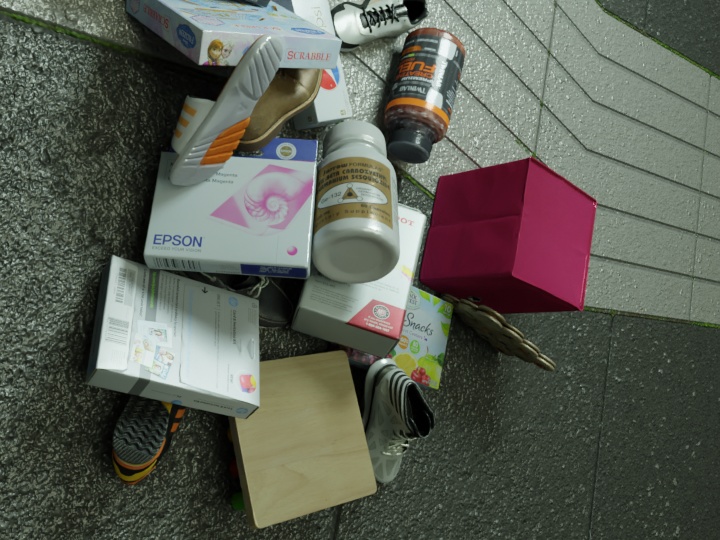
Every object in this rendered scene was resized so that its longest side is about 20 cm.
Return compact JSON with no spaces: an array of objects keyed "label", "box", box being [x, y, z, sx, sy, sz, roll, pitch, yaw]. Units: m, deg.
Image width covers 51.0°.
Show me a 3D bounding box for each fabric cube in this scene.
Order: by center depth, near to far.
[{"label":"fabric cube","box":[0.247,-0.047,1.257,0.195,0.198,0.203,24,72,-37]}]

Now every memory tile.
[{"label":"memory tile","box":[0.229,0.105,1.263,0.199,0.153,0.017,39,79,-31]}]

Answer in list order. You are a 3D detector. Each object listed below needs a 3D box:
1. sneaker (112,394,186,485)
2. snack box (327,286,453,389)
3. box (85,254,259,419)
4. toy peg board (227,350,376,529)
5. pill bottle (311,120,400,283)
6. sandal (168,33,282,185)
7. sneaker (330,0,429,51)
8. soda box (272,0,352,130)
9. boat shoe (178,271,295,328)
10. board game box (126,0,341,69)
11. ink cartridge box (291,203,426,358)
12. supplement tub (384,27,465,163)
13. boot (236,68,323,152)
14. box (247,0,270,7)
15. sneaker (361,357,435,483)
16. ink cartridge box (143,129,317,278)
[{"label":"sneaker","box":[-0.246,0.165,0.920,0.069,0.091,0.201,24,43,-4]},{"label":"snack box","box":[0.051,0.092,1.176,0.198,0.053,0.144,23,71,-36]},{"label":"box","box":[-0.216,0.081,0.903,0.198,0.041,0.158,18,47,-30]},{"label":"toy peg board","box":[-0.101,0.228,1.029,0.198,0.097,0.202,-3,73,-40]},{"label":"pill bottle","box":[-0.007,-0.095,0.990,0.114,0.114,0.202,29,45,-35]},{"label":"sandal","box":[-0.163,-0.191,0.870,0.208,0.059,0.079,-53,162,15]},{"label":"sneaker","box":[0.025,-0.396,1.173,0.199,0.079,0.075,-29,107,-36]},{"label":"soda box","box":[-0.075,-0.311,1.092,0.068,0.063,0.203,-17,97,-38]},{"label":"boat shoe","box":[-0.156,0.021,1.000,0.199,0.062,0.073,36,65,-32]},{"label":"board game box","box":[-0.159,-0.306,0.943,0.198,0.199,0.042,-10,128,-39]},{"label":"ink cartridge box","box":[0.000,0.000,1.064,0.144,0.083,0.202,18,62,-5]},{"label":"supplement tub","box":[0.099,-0.277,1.208,0.106,0.106,0.203,26,70,-35]},{"label":"boot","box":[-0.105,-0.242,0.972,0.076,0.073,0.201,87,27,-49]},{"label":"box","box":[-0.211,-0.423,0.944,0.198,0.050,0.159,7,47,-39]},{"label":"sneaker","box":[0.051,0.241,1.100,0.075,0.115,0.204,-10,112,-27]},{"label":"ink cartridge box","box":[-0.153,-0.093,0.928,0.193,0.043,0.203,3,66,-3]}]
